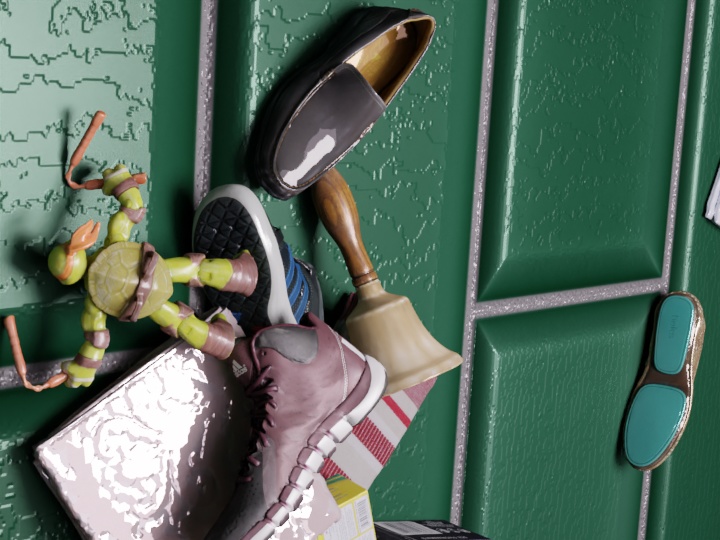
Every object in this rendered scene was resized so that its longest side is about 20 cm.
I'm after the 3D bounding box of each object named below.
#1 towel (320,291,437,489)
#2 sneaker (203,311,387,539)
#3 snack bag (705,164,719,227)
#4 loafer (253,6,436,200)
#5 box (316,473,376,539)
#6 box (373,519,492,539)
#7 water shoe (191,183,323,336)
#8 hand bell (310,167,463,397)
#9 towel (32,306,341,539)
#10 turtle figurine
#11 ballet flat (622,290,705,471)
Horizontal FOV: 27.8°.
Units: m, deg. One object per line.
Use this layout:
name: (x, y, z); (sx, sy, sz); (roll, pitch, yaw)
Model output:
towel: (-0.018, 0.135, 1.257); (0.200, 0.023, 0.144); (-57, 135, -19)
sneaker: (-0.078, 0.113, 1.083); (0.116, 0.076, 0.200); (46, 63, -13)
snack bag: (0.481, -0.122, 1.714); (0.188, 0.021, 0.200); (27, 80, -45)
loafer: (-0.013, -0.139, 1.155); (0.073, 0.072, 0.200); (44, 65, -27)
box: (-0.076, 0.262, 1.191); (0.200, 0.048, 0.118); (-24, 118, -32)
box: (0.055, 0.336, 1.314); (0.122, 0.106, 0.200); (10, 92, -45)
water shoe: (-0.075, 0.009, 1.150); (0.079, 0.071, 0.200); (-59, 142, -49)
hand bell: (0.000, 0.000, 1.194); (0.104, 0.104, 0.200); (-21, 90, -41)
towel: (-0.127, 0.159, 1.102); (0.191, 0.032, 0.200); (-36, 108, -29)
turtle figurine: (-0.154, -0.002, 1.031); (0.161, 0.064, 0.200); (15, 85, -32)
ballet flat: (0.340, 0.123, 1.594); (0.065, 0.070, 0.200); (17, 90, -61)
